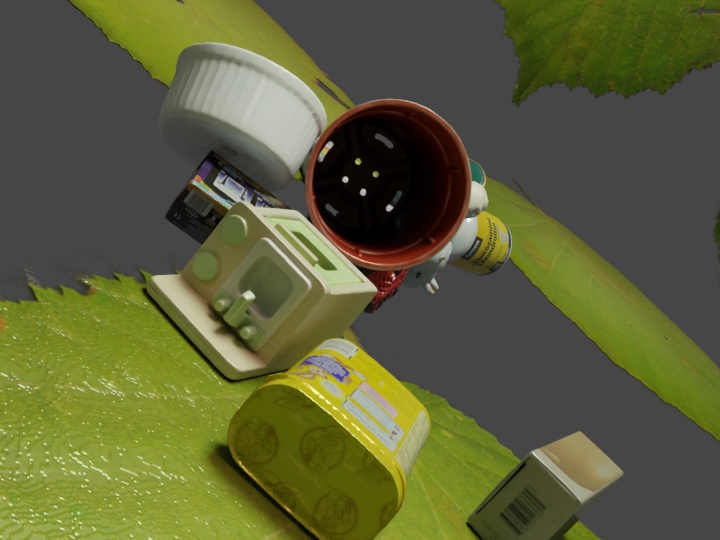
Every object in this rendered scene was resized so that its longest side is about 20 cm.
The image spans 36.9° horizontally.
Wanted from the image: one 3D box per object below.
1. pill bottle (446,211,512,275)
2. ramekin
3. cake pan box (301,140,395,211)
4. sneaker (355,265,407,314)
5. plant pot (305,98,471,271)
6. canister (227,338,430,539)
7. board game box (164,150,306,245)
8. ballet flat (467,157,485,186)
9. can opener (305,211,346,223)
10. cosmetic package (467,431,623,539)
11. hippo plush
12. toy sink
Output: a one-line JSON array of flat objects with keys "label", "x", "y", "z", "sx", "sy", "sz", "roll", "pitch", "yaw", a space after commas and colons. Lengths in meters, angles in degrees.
[{"label": "pill bottle", "x": 0.172, "y": -0.062, "z": 1.873, "sx": 0.200, "sy": 0.112, "sz": 0.112, "roll": 19, "pitch": 26, "yaw": -52}, {"label": "ramekin", "x": -0.151, "y": -0.181, "z": 1.328, "sx": 0.200, "sy": 0.098, "sz": 0.201, "roll": 20, "pitch": -19, "yaw": 7}, {"label": "cake pan box", "x": -0.007, "y": -0.129, "z": 1.761, "sx": 0.200, "sy": 0.052, "sz": 0.184, "roll": 35, "pitch": 18, "yaw": -21}, {"label": "sneaker", "x": 0.000, "y": 0.000, "z": 1.415, "sx": 0.095, "sy": 0.079, "sz": 0.200, "roll": 25, "pitch": 9, "yaw": 11}, {"label": "plant pot", "x": 0.017, "y": -0.111, "z": 1.352, "sx": 0.201, "sy": 0.201, "sz": 0.195, "roll": 36, "pitch": 0, "yaw": -13}, {"label": "canister", "x": -0.017, "y": 0.139, "z": 0.932, "sx": 0.148, "sy": 0.087, "sz": 0.200, "roll": 41, "pitch": 14, "yaw": 4}, {"label": "board game box", "x": -0.119, "y": -0.044, "z": 1.253, "sx": 0.200, "sy": 0.057, "sz": 0.165, "roll": 37, "pitch": 14, "yaw": -10}, {"label": "ballet flat", "x": 0.263, "y": -0.249, "z": 2.702, "sx": 0.069, "sy": 0.069, "sz": 0.200, "roll": 25, "pitch": 22, "yaw": -44}, {"label": "can opener", "x": -0.016, "y": -0.075, "z": 1.561, "sx": 0.079, "sy": 0.063, "sz": 0.200, "roll": 41, "pitch": 16, "yaw": 7}, {"label": "cosmetic package", "x": 0.198, "y": 0.236, "z": 1.131, "sx": 0.071, "sy": 0.105, "sz": 0.200, "roll": 45, "pitch": 15, "yaw": 19}, {"label": "hippo plush", "x": 0.076, "y": -0.063, "z": 1.595, "sx": 0.159, "sy": 0.161, "sz": 0.200, "roll": 30, "pitch": -27, "yaw": -6}, {"label": "toy sink", "x": -0.089, "y": 0.014, "z": 1.055, "sx": 0.130, "sy": 0.112, "sz": 0.200, "roll": 44, "pitch": 16, "yaw": 16}]
